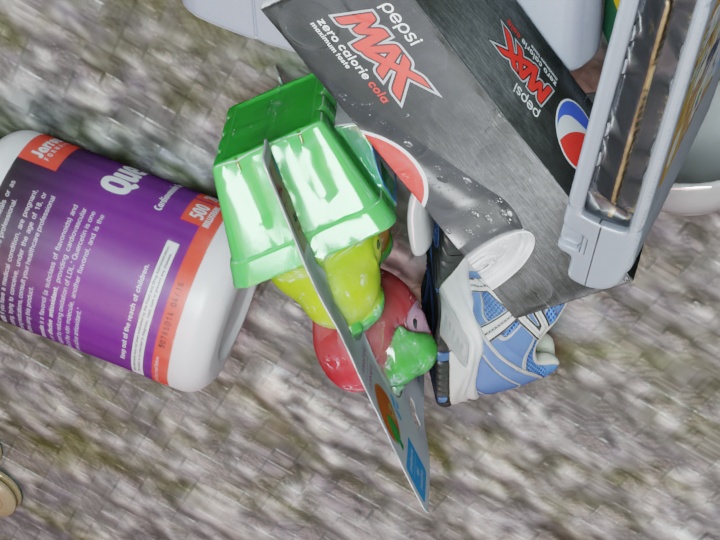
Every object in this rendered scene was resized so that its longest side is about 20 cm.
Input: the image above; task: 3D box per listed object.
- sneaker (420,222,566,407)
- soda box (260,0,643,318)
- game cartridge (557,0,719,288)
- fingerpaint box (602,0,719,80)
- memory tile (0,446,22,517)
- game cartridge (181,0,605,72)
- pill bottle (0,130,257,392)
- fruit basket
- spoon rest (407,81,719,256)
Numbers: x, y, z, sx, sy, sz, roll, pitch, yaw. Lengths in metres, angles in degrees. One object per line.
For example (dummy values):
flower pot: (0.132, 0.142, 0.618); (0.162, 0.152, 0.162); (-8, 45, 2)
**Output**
sneaker: (0.073, -0.012, 1.071); (0.076, 0.076, 0.201); (-6, 134, -4)
soda box: (0.047, -0.072, 0.849); (0.070, 0.064, 0.200); (-19, 125, 35)
game cartridge: (0.129, -0.102, 0.775); (0.041, 0.133, 0.201); (25, 140, 14)
fingerpaint box: (0.166, -0.182, 0.833); (0.166, 0.074, 0.201); (-4, 131, 30)
memory tile: (-0.356, 0.121, 1.446); (0.199, 0.017, 0.154); (7, 136, 20)
game cartridge: (0.010, -0.148, 0.857); (0.198, 0.041, 0.134); (10, 141, 12)
pill bottle: (-0.163, -0.012, 1.141); (0.199, 0.113, 0.113); (21, 139, 5)
fruit basket: (0.000, 0.000, 1.010); (0.093, 0.185, 0.201); (-28, 107, 11)
spoon rest: (0.115, -0.056, 0.947); (0.199, 0.100, 0.061); (-11, 124, 13)
